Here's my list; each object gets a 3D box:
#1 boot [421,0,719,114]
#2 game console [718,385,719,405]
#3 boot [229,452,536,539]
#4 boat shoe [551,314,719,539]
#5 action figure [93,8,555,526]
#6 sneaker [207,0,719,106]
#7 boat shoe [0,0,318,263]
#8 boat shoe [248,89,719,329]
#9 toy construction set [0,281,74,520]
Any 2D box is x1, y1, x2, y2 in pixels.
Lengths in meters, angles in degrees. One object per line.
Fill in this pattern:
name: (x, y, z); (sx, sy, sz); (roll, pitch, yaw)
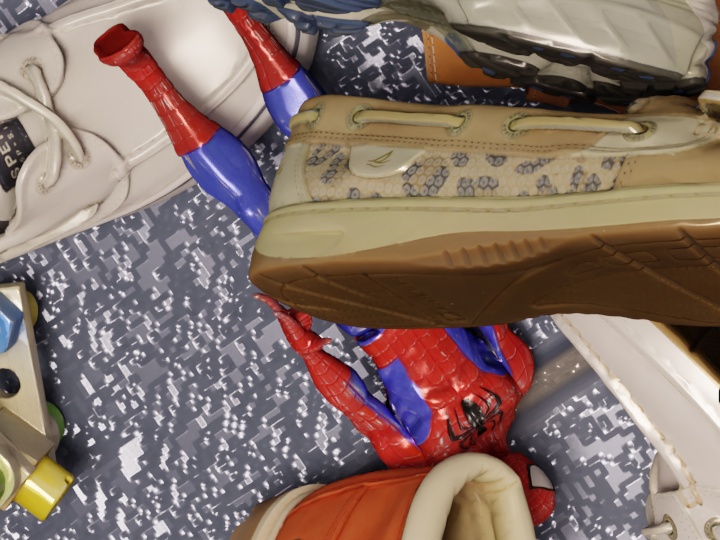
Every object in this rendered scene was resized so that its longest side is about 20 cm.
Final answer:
boot: (0.090, -0.140, 0.747); (0.154, 0.074, 0.201); (4, 95, 16)
game console: (0.228, 0.015, 0.722); (0.176, 0.116, 0.200); (44, 105, 1)
boot: (-0.004, 0.143, 0.743); (0.075, 0.201, 0.107); (31, 144, -31)
boat shoe: (0.115, 0.081, 0.778); (0.069, 0.071, 0.200); (-41, 91, 15)
action figure: (0.000, 0.000, 0.780); (0.065, 0.052, 0.200); (-40, 109, -10)
sneaker: (0.005, -0.108, 0.707); (0.199, 0.077, 0.086); (16, 82, -3)
boat shoe: (-0.106, -0.041, 0.802); (0.199, 0.066, 0.072); (-22, 94, 13)
boat shoe: (0.061, -0.024, 0.683); (0.199, 0.073, 0.063); (-2, 68, 26)
toy construction set: (-0.114, 0.116, 0.824); (0.131, 0.092, 0.200); (-32, 81, 14)
